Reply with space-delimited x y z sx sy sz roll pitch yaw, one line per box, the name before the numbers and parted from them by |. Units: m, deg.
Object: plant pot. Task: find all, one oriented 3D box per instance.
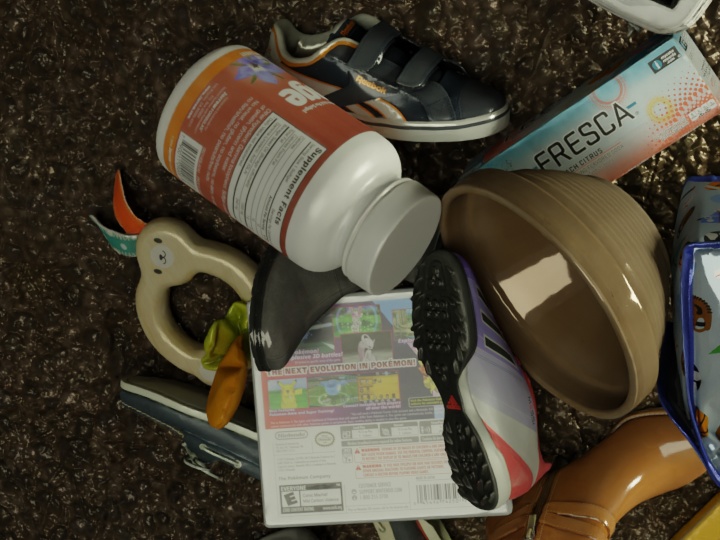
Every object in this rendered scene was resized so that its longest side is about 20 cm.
plant pot | 0.154 -0.001 1.050 0.093 0.201 0.201 -35 100 -18

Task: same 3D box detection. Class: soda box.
soda box | 0.172 -0.101 1.111 0.200 0.064 0.069 -33 100 23

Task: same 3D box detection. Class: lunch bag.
lunch bag | 0.280 0.047 1.076 0.123 0.170 0.201 -1 111 14

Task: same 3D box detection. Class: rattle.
rattle | -0.167 0.025 1.219 0.130 0.143 0.200 -26 108 42

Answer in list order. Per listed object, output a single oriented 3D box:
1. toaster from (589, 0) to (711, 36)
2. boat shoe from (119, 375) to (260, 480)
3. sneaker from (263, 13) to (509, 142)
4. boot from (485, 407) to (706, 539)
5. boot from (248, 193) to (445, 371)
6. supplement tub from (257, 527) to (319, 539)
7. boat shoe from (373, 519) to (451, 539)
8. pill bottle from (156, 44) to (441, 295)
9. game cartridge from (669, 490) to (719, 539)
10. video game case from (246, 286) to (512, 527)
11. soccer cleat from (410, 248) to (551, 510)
toaster | 0.213 -0.245 1.009 0.113 0.129 0.201 28 115 5
boat shoe | -0.120 0.145 1.285 0.199 0.075 0.062 19 103 -1
sneaker | 0.016 -0.149 1.130 0.199 0.078 0.080 7 117 15
boot | 0.191 0.188 1.162 0.199 0.155 0.074 -24 103 23
boot | 0.000 0.000 1.129 0.131 0.201 0.070 9 140 17
supplement tub | -0.045 0.340 1.306 0.122 0.123 0.201 -27 101 23
boat shoe | 0.015 0.190 1.257 0.062 0.071 0.201 -28 108 8
pill bottle | -0.043 -0.071 1.079 0.200 0.112 0.113 35 117 20
game cartridge | 0.359 0.238 1.205 0.176 0.032 0.200 39 113 0
video game case | 0.015 0.107 1.168 0.199 0.023 0.183 -4 91 9
soccer cleat | 0.092 0.076 1.106 0.068 0.073 0.201 0 107 56
